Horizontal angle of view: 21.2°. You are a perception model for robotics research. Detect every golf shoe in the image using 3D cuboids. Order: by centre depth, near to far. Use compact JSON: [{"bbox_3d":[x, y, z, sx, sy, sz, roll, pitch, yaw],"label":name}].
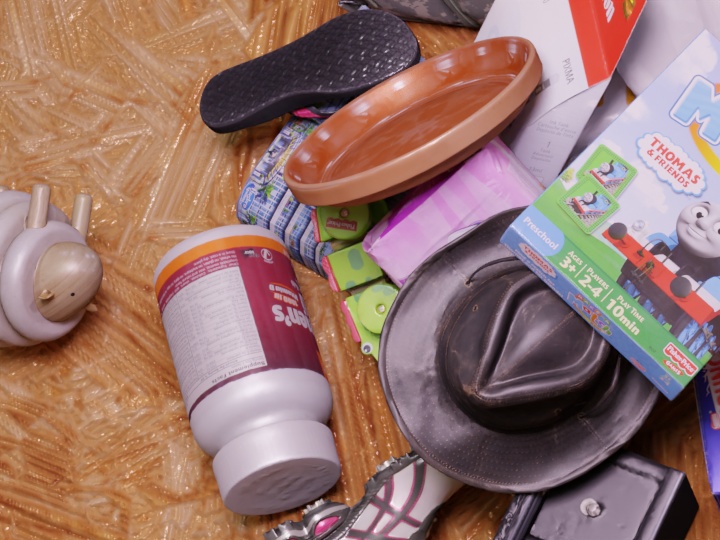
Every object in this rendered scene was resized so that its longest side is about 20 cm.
[{"bbox_3d":[0.027,0.182,1.392,0.200,0.077,0.088,-33,80,5],"label":"golf shoe"}]

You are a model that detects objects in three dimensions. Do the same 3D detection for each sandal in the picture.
[{"bbox_3d":[-0.035,-0.150,1.511,0.199,0.045,0.075,-15,55,30],"label":"sandal"}]

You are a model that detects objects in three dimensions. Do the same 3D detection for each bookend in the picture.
[{"bbox_3d":[0.190,0.219,1.295,0.199,0.092,0.199,22,74,25],"label":"bookend"}]

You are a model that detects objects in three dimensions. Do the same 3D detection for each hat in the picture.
[{"bbox_3d":[0.112,0.054,1.263,0.199,0.081,0.202,0,89,-1],"label":"hat"}]

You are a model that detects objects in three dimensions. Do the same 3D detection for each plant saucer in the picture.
[{"bbox_3d":[0.039,-0.101,1.357,0.200,0.032,0.200,-25,20,10],"label":"plant saucer"}]

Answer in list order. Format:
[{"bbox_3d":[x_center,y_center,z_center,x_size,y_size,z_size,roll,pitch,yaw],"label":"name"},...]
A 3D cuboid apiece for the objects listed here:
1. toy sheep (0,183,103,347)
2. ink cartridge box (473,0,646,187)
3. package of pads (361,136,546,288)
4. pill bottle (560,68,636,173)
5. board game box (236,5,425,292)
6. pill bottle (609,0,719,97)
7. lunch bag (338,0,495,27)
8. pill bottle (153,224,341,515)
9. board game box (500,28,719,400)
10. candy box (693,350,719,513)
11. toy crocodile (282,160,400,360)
[{"bbox_3d":[-0.287,-0.005,1.546,0.199,0.138,0.138,6,67,37],"label":"toy sheep"},{"bbox_3d":[0.137,-0.170,1.387,0.047,0.200,0.161,11,43,-15],"label":"ink cartridge box"},{"bbox_3d":[0.109,0.008,1.361,0.120,0.076,0.200,-41,103,18],"label":"package of pads"},{"bbox_3d":[0.194,-0.138,1.453,0.109,0.109,0.201,-3,65,17],"label":"pill bottle"},{"bbox_3d":[0.029,-0.081,1.510,0.199,0.062,0.200,29,78,29],"label":"board game box"},{"bbox_3d":[0.279,-0.184,1.389,0.116,0.117,0.200,38,38,29],"label":"pill bottle"},{"bbox_3d":[0.073,-0.300,1.562,0.167,0.139,0.201,2,65,37],"label":"lunch bag"},{"bbox_3d":[-0.083,0.075,1.447,0.109,0.110,0.201,-23,61,7],"label":"pill bottle"},{"bbox_3d":[0.213,-0.039,1.246,0.151,0.037,0.200,43,71,8],"label":"board game box"},{"bbox_3d":[0.331,0.073,1.324,0.199,0.077,0.170,-9,62,12],"label":"candy box"},{"bbox_3d":[0.000,0.000,1.433,0.062,0.067,0.201,-22,86,14],"label":"toy crocodile"}]
